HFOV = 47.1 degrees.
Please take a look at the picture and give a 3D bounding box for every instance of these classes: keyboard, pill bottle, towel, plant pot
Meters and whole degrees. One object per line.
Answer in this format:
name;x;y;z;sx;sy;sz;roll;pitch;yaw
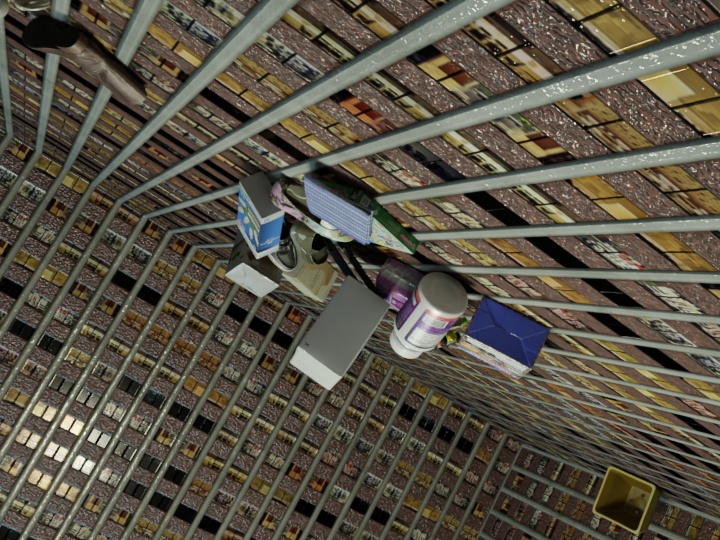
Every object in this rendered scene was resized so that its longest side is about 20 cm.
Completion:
keyboard;-0.030;0.006;1.944;0.127;0.021;0.200;58;-178;43
pill bottle;0.139;0.103;1.768;0.111;0.112;0.200;29;136;-3
towel;-0.039;-0.114;1.549;0.145;0.024;0.200;30;168;6
keyboard;0.000;0.000;1.897;0.200;0.021;0.127;55;179;7
plant pot;1.058;0.899;3.209;0.195;0.195;0.200;19;175;42

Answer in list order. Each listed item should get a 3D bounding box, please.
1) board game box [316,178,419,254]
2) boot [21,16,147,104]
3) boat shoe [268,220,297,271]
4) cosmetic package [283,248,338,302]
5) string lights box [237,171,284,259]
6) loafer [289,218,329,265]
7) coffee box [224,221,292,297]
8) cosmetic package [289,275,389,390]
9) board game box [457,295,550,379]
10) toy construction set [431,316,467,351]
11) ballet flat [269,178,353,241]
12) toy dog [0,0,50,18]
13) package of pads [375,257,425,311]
board game box;0.010;-0.103;1.591;0.134;0.029;0.200;18;165;44
boot;-0.513;-0.387;1.551;0.186;0.064;0.200;25;174;33
boat shoe;-0.192;-0.083;1.944;0.066;0.070;0.201;26;137;61
cosmetic package;-0.146;0.003;2.313;0.071;0.105;0.200;22;169;27
string lights box;-0.219;-0.117;1.800;0.103;0.059;0.200;58;159;17
loafer;-0.110;-0.060;1.985;0.069;0.075;0.200;22;167;21
coffee box;-0.247;-0.051;2.031;0.114;0.200;0.080;34;134;-28
cosmetic package;-0.049;0.146;1.872;0.123;0.200;0.200;34;162;3
board game box;0.311;0.150;1.815;0.159;0.097;0.200;27;170;8
toy construction set;0.186;0.111;1.910;0.092;0.132;0.200;-15;171;-4
ballet flat;-0.092;-0.125;1.685;0.200;0.069;0.071;30;151;-3
toy dog;-0.606;-0.465;1.326;0.200;0.132;0.097;16;126;35
package of pads;0.099;0.043;1.922;0.120;0.076;0.200;32;169;8
